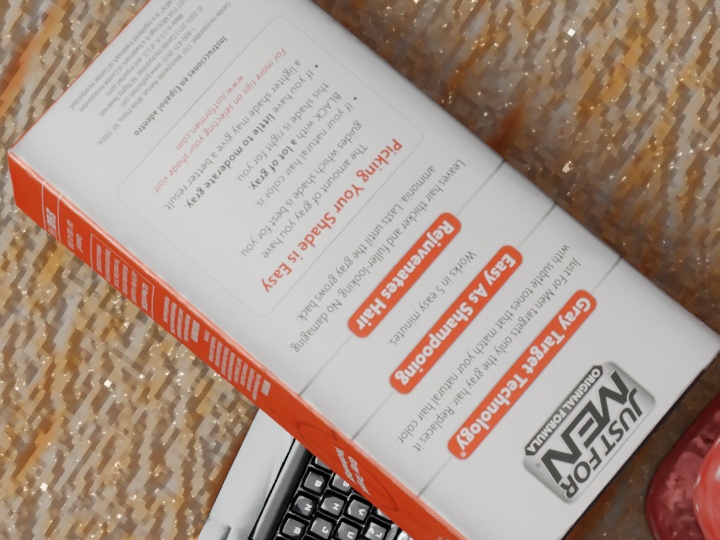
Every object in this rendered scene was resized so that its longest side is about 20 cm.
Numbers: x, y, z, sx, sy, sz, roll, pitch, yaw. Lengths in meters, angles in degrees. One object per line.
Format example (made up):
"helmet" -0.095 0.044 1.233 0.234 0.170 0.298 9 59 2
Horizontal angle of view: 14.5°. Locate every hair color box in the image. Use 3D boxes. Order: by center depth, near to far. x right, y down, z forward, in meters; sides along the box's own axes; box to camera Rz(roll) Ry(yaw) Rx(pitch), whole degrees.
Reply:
"hair color box" 0.000 0.000 0.861 0.200 0.061 0.102 40 76 6

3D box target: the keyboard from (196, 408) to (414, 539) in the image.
"keyboard" -0.005 0.106 0.890 0.104 0.040 0.200 24 91 2

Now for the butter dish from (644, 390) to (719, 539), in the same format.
"butter dish" 0.182 0.067 0.801 0.200 0.148 0.199 -47 65 14
